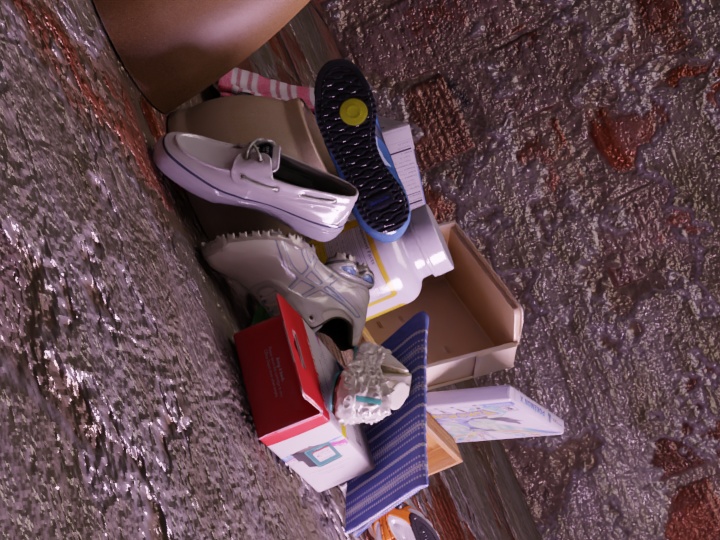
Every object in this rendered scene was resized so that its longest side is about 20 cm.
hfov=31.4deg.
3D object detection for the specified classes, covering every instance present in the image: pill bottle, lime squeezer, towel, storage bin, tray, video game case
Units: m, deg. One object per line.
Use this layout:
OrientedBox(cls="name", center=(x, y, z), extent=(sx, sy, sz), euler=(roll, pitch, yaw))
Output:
OrientedBox(cls="pill bottle", center=(0.000, 0.000, 1.463), extent=(0.112, 0.200, 0.112), euler=(-23, 90, -82))
OrientedBox(cls="lime squeezer", center=(-0.080, 0.040, 1.335), extent=(0.071, 0.038, 0.200), euler=(37, 33, 17))
OrientedBox(cls="towel", center=(-0.087, -0.220, 1.616), extent=(0.146, 0.200, 0.030), euler=(-114, -143, -71))
OrientedBox(cls="storage bin", center=(0.068, 0.050, 1.584), extent=(0.199, 0.200, 0.094), euler=(-124, -151, -44))
OrientedBox(cls="tray", center=(0.053, 0.216, 1.564), extent=(0.200, 0.099, 0.037), euler=(50, 18, -64))
OrientedBox(cls="video game case", center=(0.127, 0.182, 1.586), extent=(0.182, 0.200, 0.022), euler=(34, 52, -55))
OrientedBox(cls="towel", center=(0.030, 0.154, 1.293), extent=(0.024, 0.145, 0.200), euler=(20, 50, -23))

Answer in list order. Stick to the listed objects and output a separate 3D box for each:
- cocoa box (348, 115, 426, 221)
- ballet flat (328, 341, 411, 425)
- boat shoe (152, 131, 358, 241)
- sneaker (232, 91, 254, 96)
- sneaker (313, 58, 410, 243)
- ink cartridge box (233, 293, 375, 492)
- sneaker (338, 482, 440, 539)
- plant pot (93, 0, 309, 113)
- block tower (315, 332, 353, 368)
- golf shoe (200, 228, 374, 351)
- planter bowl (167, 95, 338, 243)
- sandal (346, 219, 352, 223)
OrientedBox(cls="cocoa box", center=(-0.018, -0.122, 1.661), extent=(0.200, 0.133, 0.131), euler=(-150, -136, -65))
OrientedBox(cls="ballet flat", center=(0.016, 0.113, 1.228), extent=(0.200, 0.072, 0.072), euler=(-41, 107, -80))
OrientedBox(cls="boat shoe", center=(-0.096, -0.097, 1.227), extent=(0.200, 0.067, 0.074), euler=(20, 38, -21))
OrientedBox(cls="sneaker", center=(-0.129, -0.150, 1.569), extent=(0.079, 0.075, 0.200), euler=(61, -6, 39))
OrientedBox(cls="sneaker", center=(-0.002, -0.123, 1.357), extent=(0.078, 0.066, 0.200), euler=(105, -35, -82))
OrientedBox(cls="ink cartridge box", center=(-0.058, 0.119, 1.214), extent=(0.200, 0.067, 0.116), euler=(56, 14, -56))
OrientedBox(cls="sneaker", center=(0.015, 0.241, 1.402), extent=(0.200, 0.076, 0.092), euler=(65, -12, -1))
OrientedBox(cls="plant pot", center=(-0.149, -0.285, 1.308), extent=(0.186, 0.200, 0.187), euler=(-23, 90, -83))
OrientedBox(cls="block tower", center=(-0.041, 0.109, 1.412), extent=(0.200, 0.054, 0.058), euler=(44, 23, -69))
OrientedBox(cls="golf shoe", center=(-0.068, 0.021, 1.257), extent=(0.200, 0.078, 0.097), euler=(17, 64, -35))
OrientedBox(cls="planter bowl", center=(-0.098, -0.104, 1.358), extent=(0.200, 0.135, 0.200), euler=(-24, 90, -83))
OrientedBox(cls="sandal", center=(-0.040, -0.049, 1.528), extent=(0.200, 0.082, 0.055), euler=(2, 54, -32))
